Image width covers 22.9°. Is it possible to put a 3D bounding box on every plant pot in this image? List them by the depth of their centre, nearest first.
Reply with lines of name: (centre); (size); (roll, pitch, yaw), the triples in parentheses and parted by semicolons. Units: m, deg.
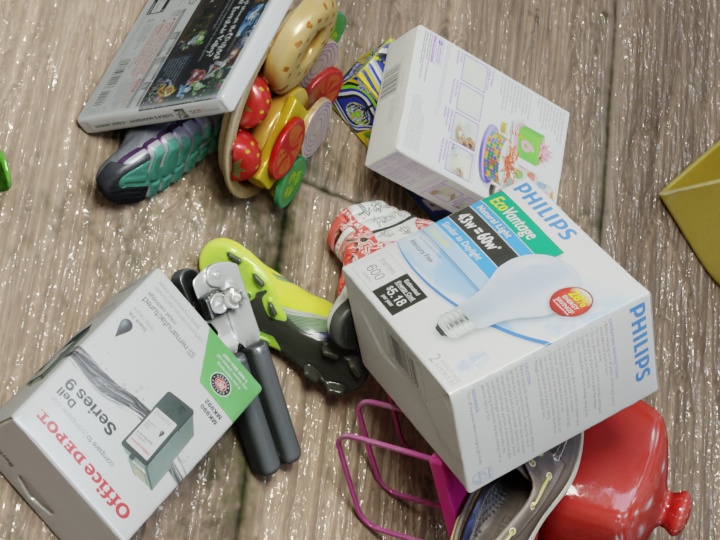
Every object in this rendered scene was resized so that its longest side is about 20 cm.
plant pot: (0.499, -0.058, 2.021); (0.195, 0.194, 0.201); (-37, 107, -38)

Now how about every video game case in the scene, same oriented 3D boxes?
video game case: (-0.146, -0.210, 1.601); (0.023, 0.181, 0.201); (51, 49, -35)

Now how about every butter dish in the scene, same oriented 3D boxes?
butter dish: (0.247, 0.212, 1.713); (0.147, 0.201, 0.200); (20, 56, 14)

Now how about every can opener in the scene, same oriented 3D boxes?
can opener: (-0.109, 0.086, 1.606); (0.052, 0.066, 0.201); (-25, 99, -37)

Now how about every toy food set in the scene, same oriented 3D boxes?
toy food set: (-0.068, -0.157, 1.646); (0.048, 0.198, 0.201); (24, 86, 15)

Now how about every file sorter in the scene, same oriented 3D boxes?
file sorter: (0.081, 0.143, 1.657); (0.200, 0.125, 0.140); (-52, 142, -37)

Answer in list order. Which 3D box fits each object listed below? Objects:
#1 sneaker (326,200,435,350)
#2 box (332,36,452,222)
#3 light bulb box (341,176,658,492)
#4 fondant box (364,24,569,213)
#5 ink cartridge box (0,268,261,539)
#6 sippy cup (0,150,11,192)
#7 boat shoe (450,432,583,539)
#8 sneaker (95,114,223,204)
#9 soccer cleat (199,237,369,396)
sneaker: (0.000, 0.001, 1.680); (0.107, 0.068, 0.201); (28, 40, 24)
box: (0.060, -0.131, 1.796); (0.200, 0.064, 0.070); (48, 53, -12)
light bulb box: (0.121, 0.051, 1.544); (0.199, 0.198, 0.125); (-26, 134, -15)
fondant box: (0.108, -0.130, 1.754); (0.199, 0.058, 0.145); (26, 60, -26)
ink cartridge box: (-0.202, 0.121, 1.503); (0.146, 0.084, 0.200); (49, 53, -11)
sippy cup: (-0.371, -0.061, 1.413); (0.140, 0.130, 0.178); (43, 54, -17)
boat shoe: (0.140, 0.188, 1.581); (0.201, 0.071, 0.060); (-59, 148, -19)
sneaker: (-0.183, -0.133, 1.631); (0.087, 0.075, 0.200); (43, 49, 15)
soccer cleat: (-0.070, 0.037, 1.657); (0.200, 0.065, 0.084); (40, 25, -14)
